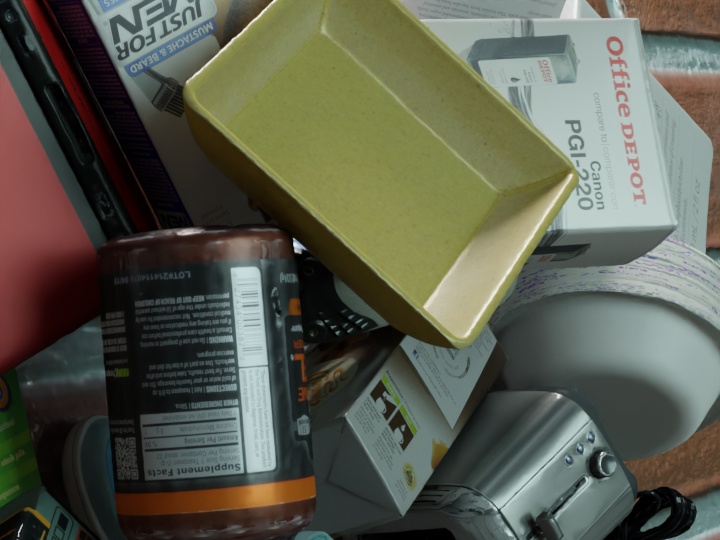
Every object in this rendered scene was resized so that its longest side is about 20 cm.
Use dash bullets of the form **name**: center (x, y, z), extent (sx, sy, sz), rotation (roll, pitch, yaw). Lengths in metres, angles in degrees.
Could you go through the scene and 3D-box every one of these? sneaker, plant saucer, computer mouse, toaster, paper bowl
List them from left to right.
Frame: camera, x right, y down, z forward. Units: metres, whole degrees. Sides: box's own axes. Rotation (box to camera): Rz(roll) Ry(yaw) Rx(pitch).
- **sneaker**: center (-0.076, 0.155, 1.169), extent (0.200, 0.131, 0.080), rotation (57, 37, -18)
- **sneaker**: center (0.000, 0.000, 1.292), extent (0.200, 0.072, 0.072), rotation (-2, 31, -18)
- **plant saucer**: center (0.007, -0.062, 1.121), extent (0.200, 0.048, 0.200), rotation (42, 40, -4)
- **toaster**: center (0.076, 0.157, 1.356), extent (0.129, 0.200, 0.114), rotation (-42, 110, -36)
- **computer mouse**: center (0.137, 0.152, 1.505), extent (0.200, 0.138, 0.053), rotation (39, 28, -19)
- **paper bowl**: center (0.190, 0.068, 1.531), extent (0.201, 0.201, 0.104), rotation (42, 41, -35)

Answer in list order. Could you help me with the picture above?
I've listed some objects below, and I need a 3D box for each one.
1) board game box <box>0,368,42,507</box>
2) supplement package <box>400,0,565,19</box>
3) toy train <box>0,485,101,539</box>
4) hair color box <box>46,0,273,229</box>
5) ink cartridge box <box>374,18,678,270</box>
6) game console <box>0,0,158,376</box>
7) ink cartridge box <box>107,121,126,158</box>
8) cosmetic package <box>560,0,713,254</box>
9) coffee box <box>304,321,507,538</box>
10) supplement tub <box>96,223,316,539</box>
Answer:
- **board game box**: center (-0.208, 0.129, 1.087), extent (0.096, 0.030, 0.200), rotation (-2, 77, -56)
- **supplement package**: center (0.043, -0.152, 1.364), extent (0.121, 0.200, 0.120), rotation (9, 26, -24)
- **toy train**: center (-0.137, 0.203, 1.042), extent (0.200, 0.085, 0.114), rotation (47, 25, -21)
- **hair color box**: center (-0.097, -0.120, 1.175), extent (0.109, 0.065, 0.200), rotation (-33, 110, -21)
- **ink cartridge box**: center (0.082, -0.077, 1.255), extent (0.200, 0.085, 0.146), rotation (-3, 74, -22)
- **game console**: center (-0.205, -0.063, 1.119), extent (0.172, 0.119, 0.200), rotation (-106, 171, -76)
- **ink cartridge box**: center (-0.217, -0.134, 1.191), extent (0.200, 0.048, 0.146), rotation (64, 34, -11)
- **cosmetic package**: center (0.152, -0.071, 1.583), extent (0.200, 0.166, 0.167), rotation (42, 43, -34)
- **coffee box**: center (0.004, 0.090, 1.333), extent (0.080, 0.114, 0.200), rotation (60, 35, -14)
- **supplement tub**: center (-0.079, 0.079, 1.060), extent (0.107, 0.107, 0.200), rotation (-2, 87, -56)
